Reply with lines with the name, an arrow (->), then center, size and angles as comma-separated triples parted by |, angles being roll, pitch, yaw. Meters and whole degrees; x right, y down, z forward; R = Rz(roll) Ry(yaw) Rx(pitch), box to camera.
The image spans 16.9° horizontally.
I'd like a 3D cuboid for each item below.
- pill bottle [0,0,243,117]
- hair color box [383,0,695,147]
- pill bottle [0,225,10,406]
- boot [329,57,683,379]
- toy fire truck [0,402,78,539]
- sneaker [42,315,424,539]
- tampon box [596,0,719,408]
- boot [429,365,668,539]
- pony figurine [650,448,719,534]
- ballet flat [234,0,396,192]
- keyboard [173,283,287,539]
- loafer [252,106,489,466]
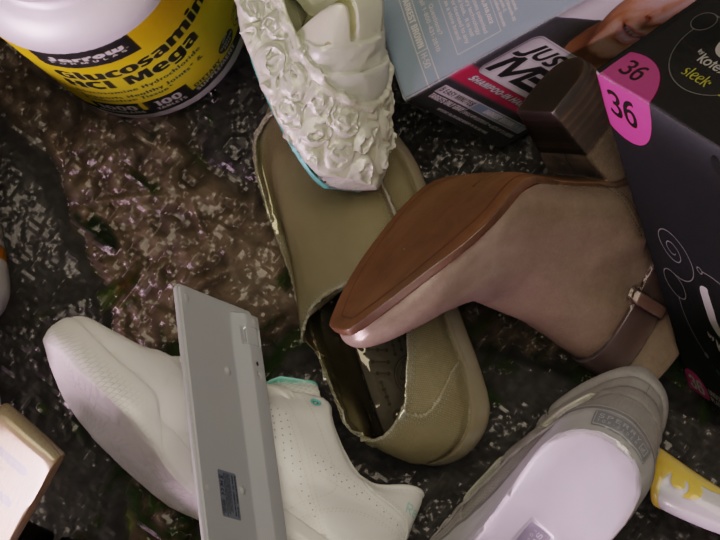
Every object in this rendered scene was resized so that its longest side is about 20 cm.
pill bottle -> -0.126, -0.146, 1.141 | 0.112, 0.200, 0.113 | -2, 80, 11
hair color box -> 0.117, -0.138, 1.146 | 0.199, 0.099, 0.061 | -28, 66, 24
pill bottle -> -0.230, -0.023, 1.168 | 0.110, 0.111, 0.201 | -11, 77, -1
boot -> 0.093, 0.004, 1.144 | 0.200, 0.070, 0.146 | -45, 120, -12
toy fire truck -> -0.128, 0.149, 1.081 | 0.175, 0.200, 0.129 | 21, 79, 6
sneaker -> -0.060, 0.076, 1.170 | 0.200, 0.075, 0.089 | 39, 69, 2
tampon box -> 0.216, -0.019, 1.080 | 0.126, 0.201, 0.150 | -35, 40, -15
boot -> 0.076, 0.129, 1.145 | 0.074, 0.096, 0.200 | 44, 116, 2
pony figurine -> 0.228, 0.174, 1.104 | 0.198, 0.167, 0.194 | 2, 68, 18
ballet flat -> -0.026, -0.135, 1.126 | 0.071, 0.072, 0.201 | -22, 86, -3
keyboard -> -0.056, 0.104, 1.100 | 0.011, 0.056, 0.201 | -26, 61, 34
loafer -> 0.000, 0.000, 1.167 | 0.075, 0.068, 0.201 | -31, 77, 27
